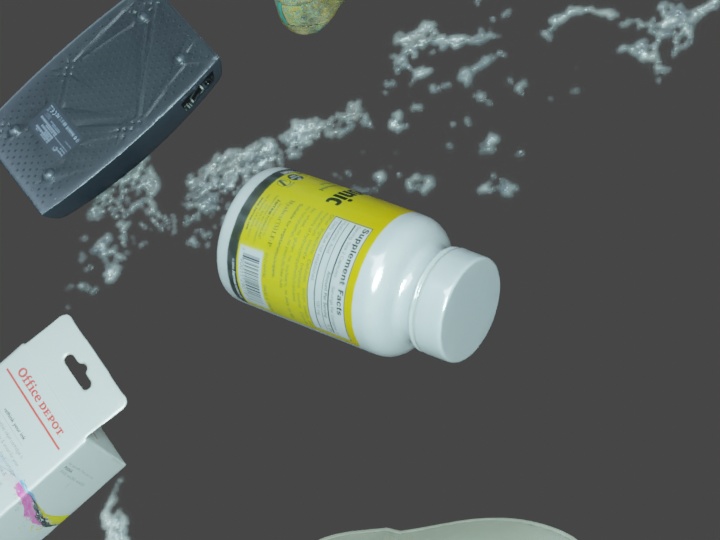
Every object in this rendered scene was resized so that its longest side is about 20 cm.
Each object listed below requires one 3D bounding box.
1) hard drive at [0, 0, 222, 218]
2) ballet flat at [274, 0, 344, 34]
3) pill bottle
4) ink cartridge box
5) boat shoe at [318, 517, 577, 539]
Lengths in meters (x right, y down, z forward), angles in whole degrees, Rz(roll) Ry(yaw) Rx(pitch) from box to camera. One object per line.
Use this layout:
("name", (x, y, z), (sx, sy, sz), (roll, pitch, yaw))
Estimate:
("hard drive", (-0.220, -0.142, 1.665), (0.200, 0.042, 0.135), (-42, 56, -1))
("ballet flat", (-0.010, -0.291, 1.635), (0.071, 0.071, 0.200), (27, 77, 32))
("pill bottle", (0.000, 0.000, 1.454), (0.200, 0.111, 0.111), (21, 74, 30))
("ink cartridge box", (-0.268, 0.143, 1.525), (0.200, 0.068, 0.117), (-41, 56, 2))
("boat shoe", (0.060, 0.217, 1.361), (0.199, 0.073, 0.063), (-5, 106, 16))
